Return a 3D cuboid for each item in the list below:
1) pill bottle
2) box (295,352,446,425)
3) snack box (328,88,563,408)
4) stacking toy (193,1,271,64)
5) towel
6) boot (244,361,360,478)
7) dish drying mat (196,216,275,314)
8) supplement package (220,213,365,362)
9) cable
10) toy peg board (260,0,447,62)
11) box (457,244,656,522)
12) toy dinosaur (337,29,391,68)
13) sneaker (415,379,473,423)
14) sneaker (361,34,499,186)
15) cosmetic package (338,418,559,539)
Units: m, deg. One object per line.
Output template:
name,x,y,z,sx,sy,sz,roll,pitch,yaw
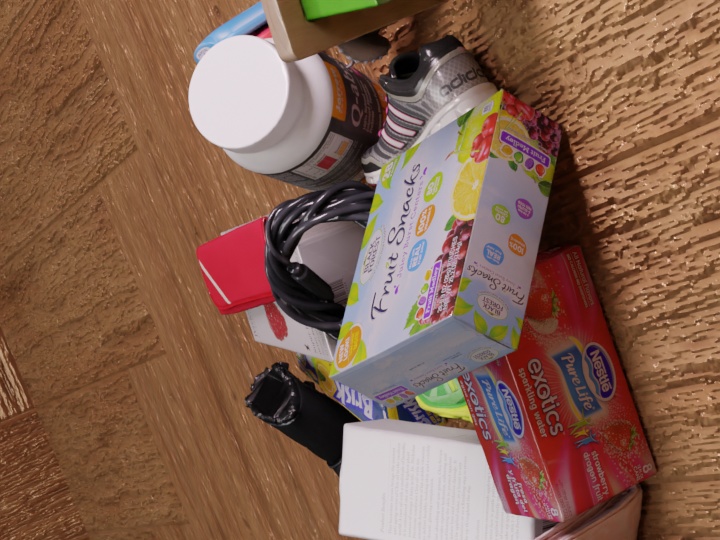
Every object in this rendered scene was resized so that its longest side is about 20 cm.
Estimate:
pill bottle,-0.057,-0.133,1.632,0.117,0.116,0.200,59,-162,19
box,0.005,0.098,1.909,0.200,0.064,0.070,34,141,53
snack box,0.064,-0.014,1.453,0.068,0.200,0.169,29,149,-22
stacking toy,-0.057,-0.154,1.785,0.200,0.110,0.116,57,162,-6
towel,0.150,0.280,1.576,0.032,0.191,0.200,45,150,35
boot,-0.023,0.174,1.939,0.162,0.073,0.198,39,180,-31
dish drying mat,-0.113,-0.001,1.824,0.200,0.018,0.077,-18,91,68
supplement package,-0.032,0.004,1.826,0.200,0.119,0.122,9,119,65
cable,0.000,0.000,1.661,0.163,0.200,0.051,-45,27,41
toy peg board,0.013,-0.278,1.376,0.098,0.200,0.200,-4,108,49
box,0.145,0.088,1.523,0.095,0.099,0.201,-4,107,64
toy dinosaur,-0.006,-0.229,1.525,0.077,0.102,0.200,45,-178,31
sneaker,0.107,0.092,1.683,0.200,0.074,0.084,-178,92,-70
sneaker,0.049,-0.134,1.573,0.088,0.074,0.200,64,153,6
cosmetic package,0.082,0.191,1.661,0.200,0.071,0.102,6,95,34
